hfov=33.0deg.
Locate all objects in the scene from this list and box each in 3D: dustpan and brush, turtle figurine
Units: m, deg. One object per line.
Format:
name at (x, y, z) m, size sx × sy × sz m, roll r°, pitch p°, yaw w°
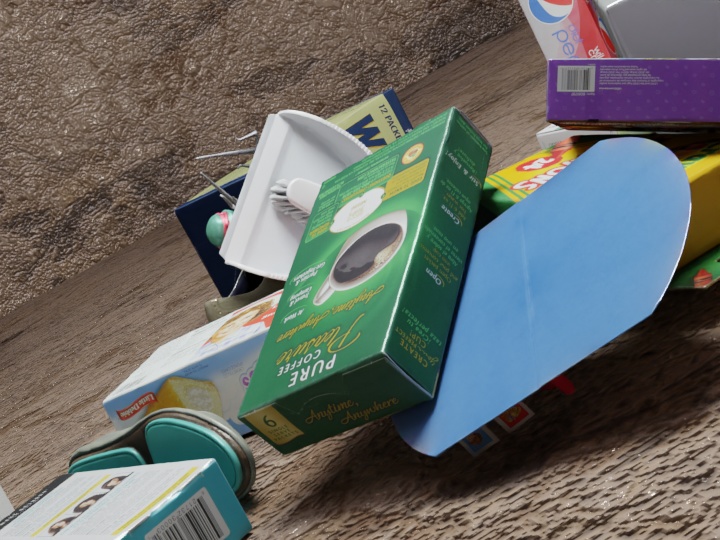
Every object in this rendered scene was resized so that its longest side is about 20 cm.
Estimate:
dustpan and brush at (0.003, -0.038, 0.978) m, size 0.057 × 0.198 × 0.141 m, roll 151°, pitch 139°, yaw -70°
turtle figurine at (-0.067, -0.044, 1.067) m, size 0.198 × 0.102 × 0.149 m, roll 6°, pitch -20°, yaw -28°

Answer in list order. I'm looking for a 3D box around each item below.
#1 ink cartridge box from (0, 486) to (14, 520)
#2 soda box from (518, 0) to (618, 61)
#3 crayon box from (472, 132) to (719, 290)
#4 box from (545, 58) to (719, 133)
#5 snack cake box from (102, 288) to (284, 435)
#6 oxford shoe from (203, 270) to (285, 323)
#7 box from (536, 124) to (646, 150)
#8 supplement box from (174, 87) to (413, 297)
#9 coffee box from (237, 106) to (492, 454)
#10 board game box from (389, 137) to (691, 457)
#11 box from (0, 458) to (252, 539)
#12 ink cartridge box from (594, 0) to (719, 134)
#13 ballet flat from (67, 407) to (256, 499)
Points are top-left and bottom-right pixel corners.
ink cartridge box at (-0.338, 0.221, 0.836) m, size 0.144 × 0.084 × 0.200 m, roll -26°, pitch 11°, yaw 13°
soda box at (0.227, -0.271, 1.337) m, size 0.069 × 0.202 × 0.063 m, roll -24°, pitch 12°, yaw 22°
crayon box at (0.162, -0.040, 0.732) m, size 0.126 × 0.051 × 0.199 m, roll -26°, pitch 20°, yaw -32°
box at (0.219, -0.105, 0.744) m, size 0.197 × 0.040 × 0.137 m, roll 3°, pitch 5°, yaw 15°
snack cake box at (-0.081, 0.071, 0.920) m, size 0.198 × 0.068 × 0.115 m, roll -24°, pitch 10°, yaw 21°
oxford shoe at (-0.066, 0.013, 1.120) m, size 0.070 × 0.074 × 0.200 m, roll -23°, pitch 11°, yaw 39°
box at (0.284, -0.171, 1.181) m, size 0.199 × 0.037 × 0.144 m, roll -33°, pitch 11°, yaw -18°
supplement box at (-0.054, -0.075, 1.331) m, size 0.199 × 0.135 × 0.200 m, roll -18°, pitch 15°, yaw 44°
coffee box at (0.006, 0.004, 0.712) m, size 0.122 × 0.044 × 0.201 m, roll -27°, pitch 32°, yaw 37°
board game box at (0.098, 0.019, 0.636) m, size 0.199 × 0.039 × 0.159 m, roll -37°, pitch 26°, yaw 26°
box at (-0.157, 0.162, 0.738) m, size 0.082 × 0.050 × 0.199 m, roll -37°, pitch 14°, yaw -38°
ink cartridge box at (0.278, -0.182, 0.953) m, size 0.144 × 0.146 × 0.200 m, roll -26°, pitch 11°, yaw 15°
ballet flat at (-0.123, 0.120, 0.807) m, size 0.199 × 0.068 × 0.063 m, roll -18°, pitch 7°, yaw 44°
